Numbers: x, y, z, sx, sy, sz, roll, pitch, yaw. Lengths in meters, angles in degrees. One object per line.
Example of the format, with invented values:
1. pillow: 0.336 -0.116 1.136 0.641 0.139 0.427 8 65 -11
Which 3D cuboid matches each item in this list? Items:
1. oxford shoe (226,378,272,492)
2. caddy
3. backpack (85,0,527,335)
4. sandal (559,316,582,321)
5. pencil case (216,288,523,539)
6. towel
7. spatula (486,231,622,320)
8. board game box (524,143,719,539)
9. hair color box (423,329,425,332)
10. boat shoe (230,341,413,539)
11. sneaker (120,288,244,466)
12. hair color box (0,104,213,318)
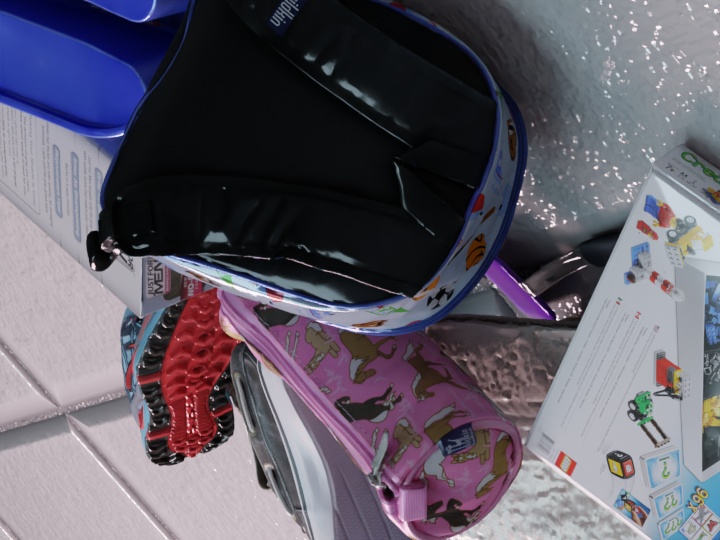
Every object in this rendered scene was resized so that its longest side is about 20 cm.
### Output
1. oxford shoe: -0.064 0.057 1.723 0.075 0.058 0.201 5 114 65
2. caddy: -0.149 -0.160 1.487 0.200 0.105 0.142 22 120 26
3. backpack: -0.013 -0.055 1.362 0.190 0.201 0.154 24 180 25
4. sandal: 0.178 0.107 1.444 0.212 0.078 0.070 50 152 5
5. pencil case: 0.002 0.056 1.432 0.200 0.083 0.087 47 -177 37
6. towel: 0.124 0.094 1.428 0.199 0.034 0.133 3 101 32
7. spatula: 0.113 -0.002 1.433 0.057 0.021 0.200 44 156 -12
8. board game box: 0.168 0.051 1.324 0.126 0.035 0.200 37 132 18
9. hair color box: 0.000 0.000 1.574 0.100 0.061 0.200 40 155 11
10. boat shoe: -0.021 0.124 1.624 0.071 0.072 0.201 -3 109 54
11. sneaker: -0.125 0.043 1.670 0.096 0.079 0.200 60 156 26
12. hair color box: -0.162 -0.069 1.572 0.200 0.061 0.099 39 139 39
